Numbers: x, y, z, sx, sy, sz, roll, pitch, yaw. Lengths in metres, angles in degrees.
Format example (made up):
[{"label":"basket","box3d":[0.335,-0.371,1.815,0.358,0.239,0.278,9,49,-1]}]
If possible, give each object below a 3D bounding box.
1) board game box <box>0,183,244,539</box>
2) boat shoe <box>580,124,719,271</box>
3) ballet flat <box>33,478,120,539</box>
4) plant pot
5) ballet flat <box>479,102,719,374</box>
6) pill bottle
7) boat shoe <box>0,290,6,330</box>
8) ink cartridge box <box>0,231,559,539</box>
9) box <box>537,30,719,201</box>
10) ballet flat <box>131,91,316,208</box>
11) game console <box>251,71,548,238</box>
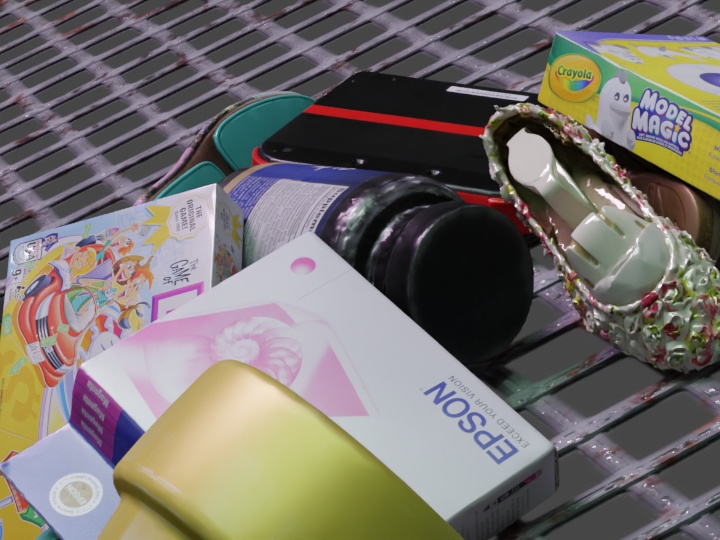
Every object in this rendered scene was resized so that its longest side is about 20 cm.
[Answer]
[{"label":"board game box","box3d":[-0.131,0.059,1.440,0.134,0.034,0.200,-15,54,22]},{"label":"boat shoe","box3d":[0.170,-0.038,1.475,0.072,0.072,0.200,5,12,-19]},{"label":"ballet flat","box3d":[-0.138,0.155,1.311,0.200,0.067,0.070,-30,21,-1]},{"label":"plant pot","box3d":[-0.047,0.169,1.031,0.189,0.201,0.201,-46,26,-13]},{"label":"ballet flat","box3d":[0.118,-0.020,1.381,0.076,0.064,0.200,-47,45,6]},{"label":"pill bottle","box3d":[0.000,0.000,1.477,0.112,0.112,0.200,-35,24,-29]},{"label":"boat shoe","box3d":[-0.162,0.009,1.686,0.200,0.068,0.072,-9,27,37]},{"label":"ink cartridge box","box3d":[-0.043,0.089,1.286,0.200,0.043,0.196,-31,52,-24]},{"label":"box","box3d":[0.200,-0.075,1.427,0.117,0.048,0.200,-2,25,-37]},{"label":"ballet flat","box3d":[-0.100,-0.057,1.797,0.071,0.069,0.200,-30,11,46]},{"label":"game console","box3d":[0.049,-0.072,1.636,0.200,0.031,0.177,10,26,23]}]
